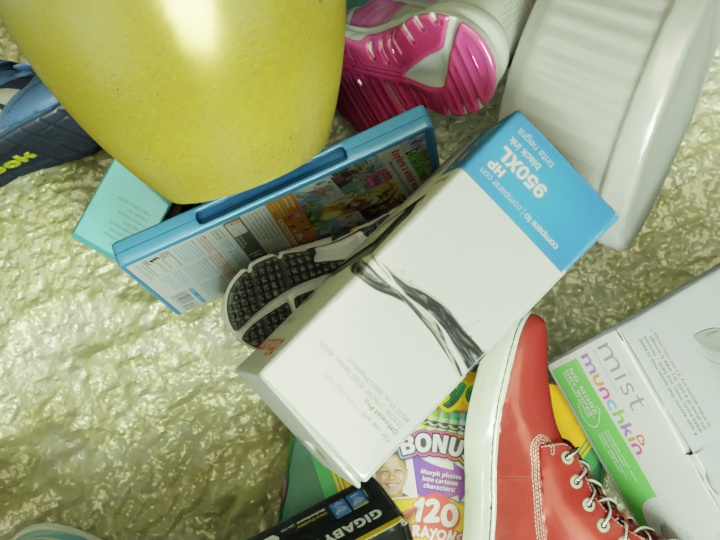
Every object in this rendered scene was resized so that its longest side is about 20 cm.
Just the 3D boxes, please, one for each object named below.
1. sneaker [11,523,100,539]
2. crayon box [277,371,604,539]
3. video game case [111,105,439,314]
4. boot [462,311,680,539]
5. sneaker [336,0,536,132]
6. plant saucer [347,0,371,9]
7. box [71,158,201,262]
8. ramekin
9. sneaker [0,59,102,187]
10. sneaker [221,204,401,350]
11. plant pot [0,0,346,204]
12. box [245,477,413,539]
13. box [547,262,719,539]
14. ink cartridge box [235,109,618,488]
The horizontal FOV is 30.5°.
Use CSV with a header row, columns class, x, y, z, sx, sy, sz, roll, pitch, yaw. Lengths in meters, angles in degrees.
class,x,y,z,sx,sy,sz,roll,pitch,yaw
sneaker,-0.140,0.216,0.806,0.199,0.131,0.080,14,86,1
crayon box,0.054,0.122,0.849,0.198,0.058,0.120,8,85,4
video game case,-0.044,-0.033,0.826,0.199,0.143,0.018,-24,75,0
boot,0.133,0.125,0.762,0.143,0.072,0.202,3,92,22
sneaker,0.040,-0.141,0.829,0.088,0.199,0.082,-39,116,-27
plant saucer,0.036,-0.228,0.837,0.198,0.201,0.036,0,51,3
box,-0.112,-0.094,0.866,0.049,0.082,0.201,28,87,4
ramekin,0.155,-0.122,0.805,0.094,0.202,0.203,23,86,16
sneaker,-0.228,-0.108,0.863,0.199,0.074,0.083,-17,71,16
sneaker,0.000,0.000,0.861,0.199,0.080,0.074,-12,92,-17
plant pot,-0.087,-0.123,0.748,0.199,0.200,0.143,-20,109,1
box,-0.052,0.232,0.783,0.199,0.049,0.160,-25,125,-14
box,0.243,0.096,0.793,0.176,0.097,0.201,-27,84,-25
ink cartridge box,0.031,0.017,0.746,0.084,0.145,0.200,45,80,-4
